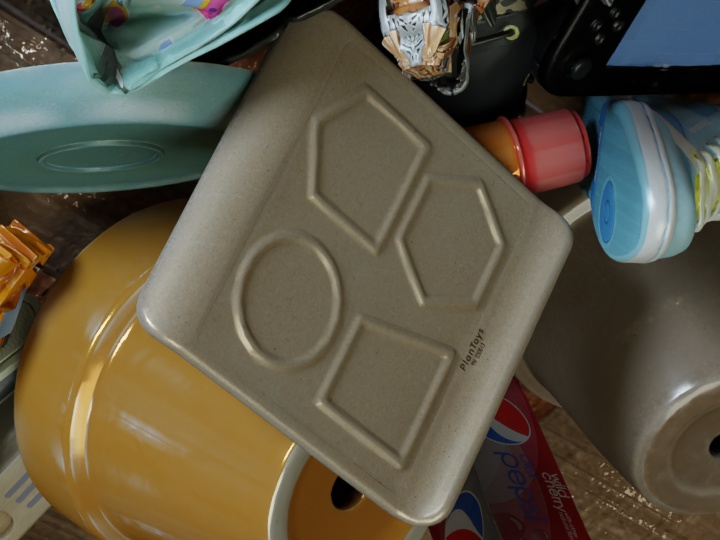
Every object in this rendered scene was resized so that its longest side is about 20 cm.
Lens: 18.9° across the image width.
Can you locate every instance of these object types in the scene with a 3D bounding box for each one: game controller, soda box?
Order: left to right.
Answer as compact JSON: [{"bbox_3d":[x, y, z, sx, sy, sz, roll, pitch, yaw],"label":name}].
[{"bbox_3d":[0.079,0.135,1.298,0.063,0.201,0.070,7,128,-24],"label":"soda box"},{"bbox_3d":[0.169,-0.136,1.118,0.199,0.042,0.105,-7,145,-46],"label":"game controller"}]

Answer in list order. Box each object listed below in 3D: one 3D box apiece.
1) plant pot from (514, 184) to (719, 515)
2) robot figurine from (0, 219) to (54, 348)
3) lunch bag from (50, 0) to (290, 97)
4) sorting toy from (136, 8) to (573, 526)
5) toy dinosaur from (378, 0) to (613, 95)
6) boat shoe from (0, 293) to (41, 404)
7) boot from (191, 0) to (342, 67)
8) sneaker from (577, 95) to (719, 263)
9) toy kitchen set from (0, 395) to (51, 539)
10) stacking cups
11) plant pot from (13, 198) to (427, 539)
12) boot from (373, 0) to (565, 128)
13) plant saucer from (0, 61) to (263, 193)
[{"bbox_3d":[0.186,0.042,1.274,0.198,0.175,0.202,-9,131,-11],"label":"plant pot"},{"bbox_3d":[-0.261,0.033,1.158,0.145,0.058,0.200,40,106,7],"label":"robot figurine"},{"bbox_3d":[-0.089,-0.199,0.974,0.121,0.171,0.201,11,125,-38],"label":"lunch bag"},{"bbox_3d":[0.000,0.000,1.063,0.200,0.036,0.186,38,68,-28],"label":"sorting toy"},{"bbox_3d":[0.053,-0.172,0.975,0.135,0.102,0.202,33,75,-49],"label":"toy dinosaur"},{"bbox_3d":[-0.246,0.079,1.236,0.199,0.072,0.068,-34,139,17],"label":"boat shoe"},{"bbox_3d":[-0.008,-0.180,1.044,0.199,0.131,0.068,-33,131,11],"label":"boot"},{"bbox_3d":[0.188,-0.052,1.150,0.129,0.200,0.080,6,110,-3],"label":"sneaker"},{"bbox_3d":[-0.171,0.196,1.293,0.199,0.164,0.180,29,116,-36],"label":"toy kitchen set"},{"bbox_3d":[0.024,-0.044,1.133,0.198,0.061,0.061,-13,133,-9],"label":"stacking cups"},{"bbox_3d":[-0.056,0.084,1.172,0.199,0.183,0.202,-20,122,-36],"label":"plant pot"},{"bbox_3d":[0.095,-0.134,1.167,0.202,0.074,0.155,-14,141,-16],"label":"boot"},{"bbox_3d":[-0.131,-0.068,1.089,0.198,0.028,0.200,-4,171,-1],"label":"plant saucer"}]
